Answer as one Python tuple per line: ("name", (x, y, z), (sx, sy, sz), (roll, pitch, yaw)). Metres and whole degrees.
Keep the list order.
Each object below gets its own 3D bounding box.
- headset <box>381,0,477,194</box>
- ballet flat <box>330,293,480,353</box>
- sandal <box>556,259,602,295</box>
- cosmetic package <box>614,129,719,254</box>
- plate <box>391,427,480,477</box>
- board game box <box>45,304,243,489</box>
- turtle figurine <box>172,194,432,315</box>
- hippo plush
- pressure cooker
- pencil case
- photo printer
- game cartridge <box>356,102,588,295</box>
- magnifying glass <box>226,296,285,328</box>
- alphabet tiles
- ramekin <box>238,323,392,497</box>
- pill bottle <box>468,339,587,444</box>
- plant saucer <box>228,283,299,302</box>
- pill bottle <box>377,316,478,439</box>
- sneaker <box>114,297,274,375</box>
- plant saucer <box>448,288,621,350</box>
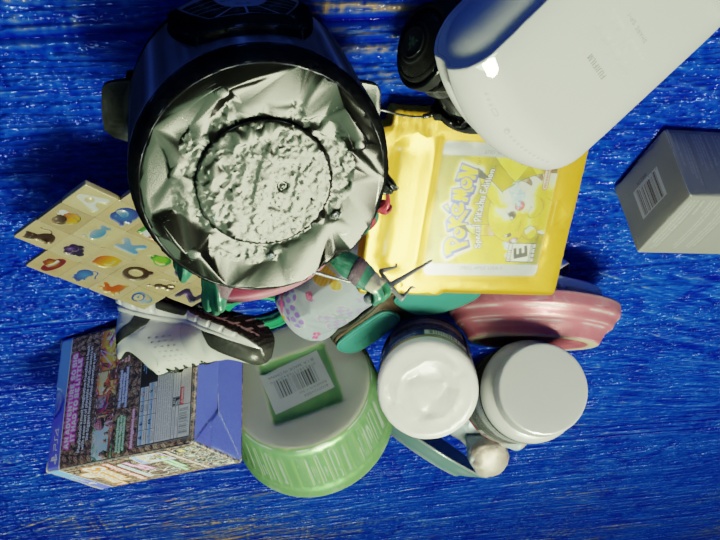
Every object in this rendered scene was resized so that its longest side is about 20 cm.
("headset", (0.078, -0.144, 0.723), (0.199, 0.094, 0.123), (-34, 143, 19))
("ballet flat", (0.042, 0.026, 1.030), (0.199, 0.069, 0.068), (-25, 144, 28))
("sandal", (0.203, 0.001, 1.040), (0.202, 0.050, 0.082), (15, 167, -39))
("cosmetic package", (0.375, -0.075, 0.928), (0.198, 0.091, 0.107), (-1, 149, -19))
("plate", (0.089, 0.244, 1.320), (0.026, 0.200, 0.200), (-56, 140, -1))
("board game box", (-0.243, 0.149, 1.061), (0.199, 0.161, 0.097), (-14, 151, 22))
("turtle figurine", (-0.048, -0.021, 0.776), (0.199, 0.102, 0.149), (-12, -167, -28))
("hippo plush", (0.133, 0.162, 1.254), (0.160, 0.200, 0.160), (34, 89, -25))
("pressure cooker", (-0.082, -0.103, 0.663), (0.178, 0.200, 0.176), (-42, 120, 13))
("pencil case", (0.000, 0.000, 0.962), (0.090, 0.084, 0.200), (5, 150, -47))
("photo printer", (0.154, -0.170, 0.658), (0.200, 0.070, 0.166), (-43, 140, 11))
("game cartridge", (0.101, -0.059, 0.848), (0.198, 0.032, 0.178), (0, 116, -17))
("magnifying glass", (-0.155, 0.026, 1.033), (0.079, 0.023, 0.199), (-27, 147, 30))
("alphabet tiles", (-0.193, -0.018, 0.829), (0.166, 0.006, 0.199), (-28, 145, 31))
("ramekin", (-0.064, 0.158, 1.110), (0.198, 0.201, 0.098), (-10, 143, 4))
("pill bottle", (0.186, 0.140, 1.060), (0.113, 0.115, 0.200), (-6, 169, -4))
("plant saucer", (-0.126, -0.037, 0.883), (0.199, 0.051, 0.201), (-6, 149, -3))
("pill bottle", (0.076, 0.114, 1.077), (0.110, 0.112, 0.200), (-11, -174, 5))
("sneaker", (-0.175, 0.075, 0.970), (0.199, 0.081, 0.074), (12, -176, 29))
("plant saucer", (0.201, 0.061, 1.082), (0.199, 0.051, 0.201), (4, 168, 1))
